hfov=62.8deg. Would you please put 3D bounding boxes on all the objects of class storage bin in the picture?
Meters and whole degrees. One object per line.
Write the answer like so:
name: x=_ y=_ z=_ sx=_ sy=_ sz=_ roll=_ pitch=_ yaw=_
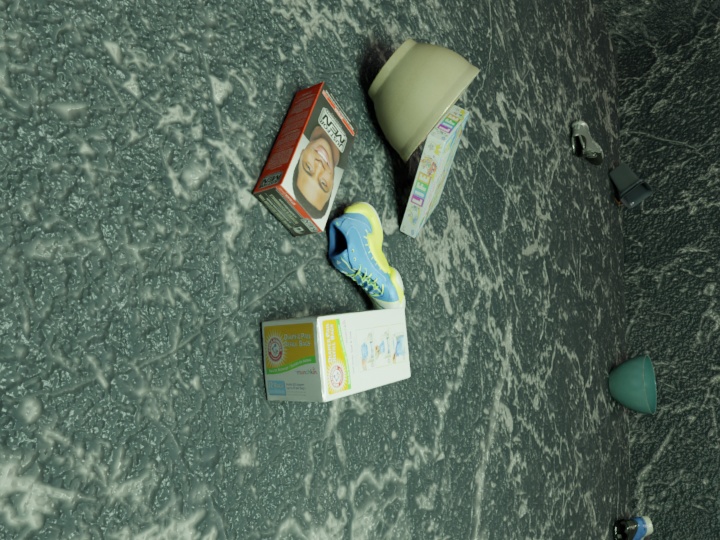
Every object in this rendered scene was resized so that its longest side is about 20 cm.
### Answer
storage bin: x=1.157 y=-0.371 z=2.563 sx=0.197 sy=0.145 sz=0.137 roll=14 pitch=44 yaw=-51

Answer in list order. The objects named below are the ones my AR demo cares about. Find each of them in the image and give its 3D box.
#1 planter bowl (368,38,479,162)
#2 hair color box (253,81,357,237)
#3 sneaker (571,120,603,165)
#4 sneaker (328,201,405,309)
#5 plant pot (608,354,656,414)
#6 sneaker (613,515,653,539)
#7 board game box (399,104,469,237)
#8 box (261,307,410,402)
planter bowl: x=0.096 y=-0.315 z=1.040 sx=0.134 sy=0.200 sz=0.201 roll=40 pitch=45 yaw=-3
hair color box: x=-0.074 y=-0.163 z=0.860 sx=0.102 sy=0.060 sz=0.205 roll=45 pitch=50 yaw=-40
sneaker: x=0.815 y=-0.434 z=2.150 sx=0.200 sy=0.074 sz=0.117 roll=47 pitch=52 yaw=-25
sneaker: x=0.000 y=0.000 z=0.932 sx=0.103 sy=0.075 sz=0.206 roll=-23 pitch=94 yaw=-41
plant pot: x=0.973 y=0.411 z=2.122 sx=0.197 sy=0.132 sz=0.208 roll=15 pitch=71 yaw=-51
sneaker: x=0.883 y=0.884 z=1.960 sx=0.078 sy=0.107 sz=0.204 roll=-98 pitch=-174 yaw=-45
board game box: x=0.133 y=-0.178 z=1.070 sx=0.135 sy=0.033 sz=0.204 roll=-53 pitch=163 yaw=-46
box: x=-0.030 y=0.112 z=0.819 sx=0.197 sy=0.110 sz=0.105 roll=-1 pitch=84 yaw=-53
